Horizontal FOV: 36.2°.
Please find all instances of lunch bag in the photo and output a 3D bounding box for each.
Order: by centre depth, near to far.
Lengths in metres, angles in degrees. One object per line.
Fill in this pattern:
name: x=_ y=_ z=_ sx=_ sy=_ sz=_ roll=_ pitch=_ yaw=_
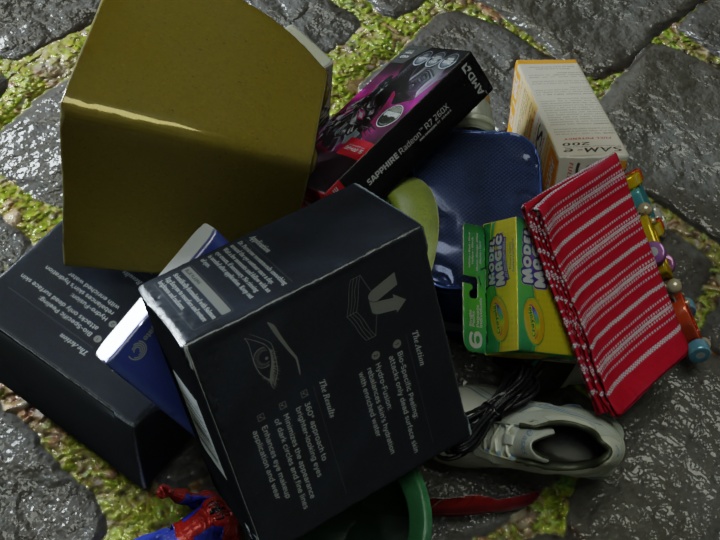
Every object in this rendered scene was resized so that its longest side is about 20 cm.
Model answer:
lunch bag: x=0.104 y=-0.039 z=1.096 sx=0.133 sy=0.133 sz=0.203 roll=4 pitch=62 yaw=-5

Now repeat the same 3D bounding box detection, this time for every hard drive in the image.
hard drive: x=-0.107 y=0.074 z=0.908 sx=0.132 sy=0.200 sz=0.025 roll=-50 pitch=41 yaw=-10

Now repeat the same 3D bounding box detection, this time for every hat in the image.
hat: x=0.030 y=0.246 z=0.957 sx=0.197 sy=0.176 sz=0.169 roll=-5 pitch=64 yaw=30

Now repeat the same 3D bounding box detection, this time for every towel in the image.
towel: x=0.223 y=0.011 z=0.976 sx=0.144 sy=0.022 sz=0.203 roll=-28 pitch=100 yaw=-39

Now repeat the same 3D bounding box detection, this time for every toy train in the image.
toy train: x=0.291 y=-0.005 z=1.113 sx=0.055 sy=0.151 sz=0.202 roll=-23 pitch=44 yaw=18

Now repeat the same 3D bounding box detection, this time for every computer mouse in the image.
computer mouse: x=0.066 y=0.088 z=1.004 sx=0.139 sy=0.047 sz=0.199 roll=-31 pitch=32 yaw=-27

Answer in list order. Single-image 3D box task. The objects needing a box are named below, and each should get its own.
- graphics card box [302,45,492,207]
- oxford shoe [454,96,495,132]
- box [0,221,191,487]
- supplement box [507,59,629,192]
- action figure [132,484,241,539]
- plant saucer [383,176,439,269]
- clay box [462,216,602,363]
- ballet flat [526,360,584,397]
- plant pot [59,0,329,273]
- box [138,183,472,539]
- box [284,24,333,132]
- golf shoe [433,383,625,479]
graphics card box: x=0.020 y=-0.131 z=1.053 sx=0.200 sy=0.051 sz=0.125 roll=-43 pitch=27 yaw=-11
oxford shoe: x=0.068 y=-0.159 z=1.166 sx=0.074 sy=0.198 sz=0.059 roll=13 pitch=79 yaw=-37
box: x=-0.210 y=0.049 z=1.007 sx=0.195 sy=0.118 sz=0.200 roll=31 pitch=56 yaw=17
supplement box: x=0.204 y=-0.116 z=1.135 sx=0.072 sy=0.128 sz=0.201 roll=-1 pitch=36 yaw=-6
action figure: x=-0.165 y=0.223 z=0.911 sx=0.198 sy=0.100 sz=0.065 roll=-29 pitch=62 yaw=-26
plant saucer: x=0.000 y=0.000 z=1.028 sx=0.031 sy=0.199 sz=0.203 roll=25 pitch=48 yaw=-27
clay box: x=0.174 y=0.021 z=0.980 sx=0.198 sy=0.047 sz=0.117 roll=8 pitch=78 yaw=-38
ballet flat: x=0.216 y=0.063 z=1.076 sx=0.068 sy=0.068 sz=0.201 roll=33 pitch=57 yaw=4
plant pot: x=-0.134 y=-0.116 z=0.943 sx=0.196 sy=0.197 sz=0.197 roll=11 pitch=50 yaw=-4
box: x=-0.038 y=0.072 z=0.849 sx=0.198 sy=0.199 sz=0.117 roll=-26 pitch=31 yaw=-18
box: x=-0.080 y=-0.140 z=1.112 sx=0.082 sy=0.201 sz=0.068 roll=-34 pitch=63 yaw=-25
golf shoe: x=0.135 y=0.142 z=0.973 sx=0.196 sy=0.097 sz=0.080 roll=2 pitch=85 yaw=11
